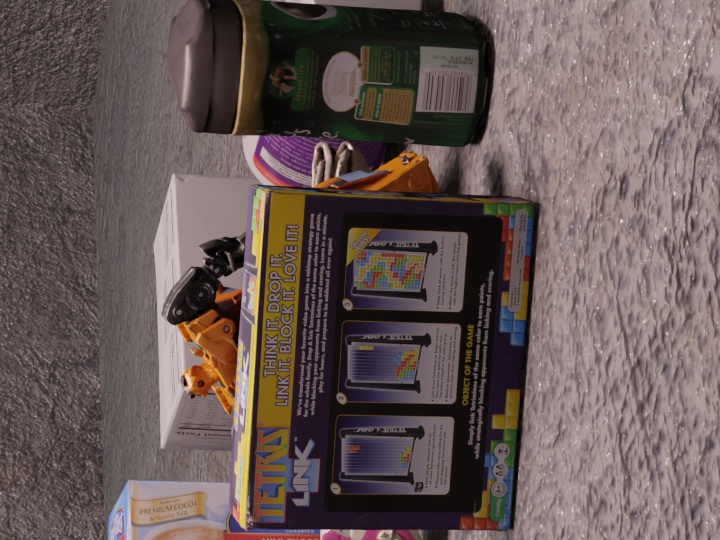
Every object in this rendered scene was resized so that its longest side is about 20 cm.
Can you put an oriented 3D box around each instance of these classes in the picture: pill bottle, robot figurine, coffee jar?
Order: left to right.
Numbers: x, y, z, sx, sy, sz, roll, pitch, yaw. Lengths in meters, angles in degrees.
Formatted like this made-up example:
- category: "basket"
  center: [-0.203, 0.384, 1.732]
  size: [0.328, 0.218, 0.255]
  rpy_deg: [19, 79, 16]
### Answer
- category: "robot figurine"
  center: [-0.027, 0.019, 1.180]
  size: [0.145, 0.200, 0.058]
  rpy_deg: [63, 168, -20]
- category: "coffee jar"
  center: [-0.025, -0.129, 1.241]
  size: [0.104, 0.200, 0.085]
  rpy_deg: [-122, 37, -69]
- category: "pill bottle"
  center: [-0.018, -0.144, 1.411]
  size: [0.200, 0.111, 0.111]
  rpy_deg: [113, 156, -57]

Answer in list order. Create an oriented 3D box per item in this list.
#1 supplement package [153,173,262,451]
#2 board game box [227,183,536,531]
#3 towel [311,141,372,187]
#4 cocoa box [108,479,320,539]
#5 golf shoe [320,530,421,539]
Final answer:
- category: "supplement package"
  center: [-0.082, 0.036, 1.554]
  size: [0.111, 0.156, 0.200]
  rpy_deg: [114, 154, -54]
- category: "board game box"
  center: [0.012, 0.052, 1.131]
  size: [0.057, 0.165, 0.200]
  rpy_deg: [-150, 64, -75]
- category: "towel"
  center: [0.000, 0.000, 1.321]
  size: [0.200, 0.034, 0.133]
  rpy_deg: [49, -136, -70]
- category: "cocoa box"
  center: [-0.087, 0.235, 1.445]
  size: [0.133, 0.200, 0.131]
  rpy_deg: [127, 144, -67]
- category: "golf shoe"
  center: [0.002, 0.150, 1.300]
  size: [0.092, 0.075, 0.200]
  rpy_deg: [-64, -44, -57]
